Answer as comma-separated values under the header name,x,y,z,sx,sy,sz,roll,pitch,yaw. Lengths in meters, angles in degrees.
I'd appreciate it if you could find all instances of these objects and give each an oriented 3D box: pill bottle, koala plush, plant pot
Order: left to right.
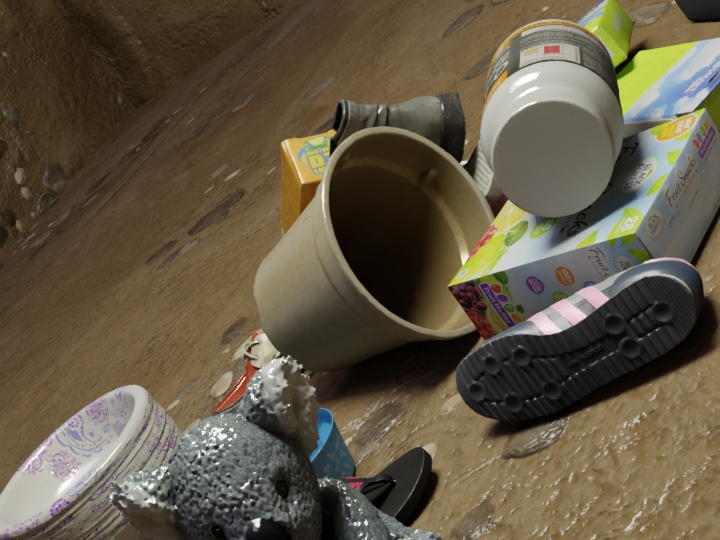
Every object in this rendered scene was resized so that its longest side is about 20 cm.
name,x,y,z,sx,sy,sz,roll,pitch,yaw
koala plush,-0.056,0.172,0.860,0.177,0.201,0.184,-39,18,0
plant pot,0.000,0.000,1.211,0.183,0.200,0.201,-35,15,47
pill bottle,0.156,-0.125,1.072,0.116,0.117,0.201,-32,17,20

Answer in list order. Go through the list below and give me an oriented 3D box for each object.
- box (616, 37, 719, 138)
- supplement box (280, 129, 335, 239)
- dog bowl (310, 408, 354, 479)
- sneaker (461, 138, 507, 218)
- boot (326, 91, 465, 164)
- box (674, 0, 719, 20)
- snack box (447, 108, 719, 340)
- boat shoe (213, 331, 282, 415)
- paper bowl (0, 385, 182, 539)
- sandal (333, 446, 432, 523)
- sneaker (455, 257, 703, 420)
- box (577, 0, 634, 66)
name,x,y,z,sx,sy,sz,roll,pitch,yaw
box,0.289,-0.160,1.212,0.122,0.048,0.199,-45,18,-16
supplement box,-0.045,-0.054,1.379,0.066,0.201,0.069,-14,53,-13
dog bowl,-0.077,0.176,1.135,0.112,0.050,0.199,-49,20,-27
sneaker,0.149,-0.085,1.292,0.103,0.077,0.200,-7,-11,-12
boot,0.030,-0.090,1.279,0.129,0.202,0.070,-6,41,-6
box,0.415,-0.358,1.345,0.200,0.105,0.148,-42,19,-7
snack box,0.191,-0.036,1.083,0.199,0.068,0.169,-17,27,46
boat shoe,-0.086,0.081,1.355,0.200,0.063,0.071,-47,22,-19
paper bowl,-0.257,0.218,1.295,0.199,0.105,0.201,-34,18,13
sandal,-0.031,0.195,1.004,0.199,0.045,0.075,-35,18,13
sneaker,0.163,0.050,0.962,0.198,0.071,0.082,-25,6,31
box,0.226,-0.221,1.381,0.122,0.048,0.200,-41,6,24
